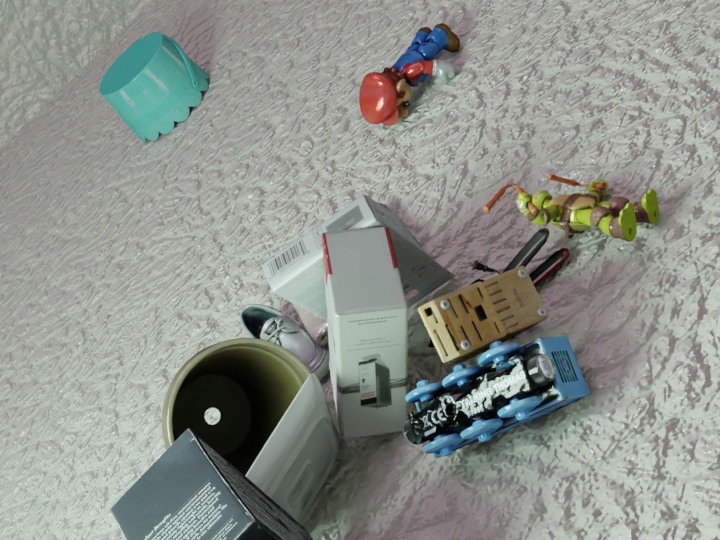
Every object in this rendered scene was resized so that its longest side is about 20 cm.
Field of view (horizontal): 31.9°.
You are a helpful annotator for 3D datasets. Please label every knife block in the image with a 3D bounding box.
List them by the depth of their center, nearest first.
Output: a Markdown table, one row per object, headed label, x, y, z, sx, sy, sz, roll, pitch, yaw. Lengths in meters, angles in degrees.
| label | x | y | z | sx | sy | sz | roll | pitch | yaw |
| --- | --- | --- | --- | --- | --- | --- | --- | --- | --- |
| knife block | 0.111 | 0.065 | 1.374 | 0.199 | 0.064 | 0.175 | -20 | -11 | -37 |

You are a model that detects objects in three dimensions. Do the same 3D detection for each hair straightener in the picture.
| label | x | y | z | sx | sy | sz | roll | pitch | yaw |
| --- | --- | --- | --- | --- | --- | --- | --- | --- | --- |
| hair straightener | 0.149 | 0.019 | 1.487 | 0.200 | 0.077 | 0.041 | -42 | 13 | 11 |

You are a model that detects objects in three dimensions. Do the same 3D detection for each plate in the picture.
| label | x | y | z | sx | sy | sz | roll | pitch | yaw |
| --- | --- | --- | --- | --- | --- | --- | --- | --- | --- |
| plate | -0.080 | 0.239 | 1.429 | 0.032 | 0.200 | 0.200 | 24 | 68 | 18 |

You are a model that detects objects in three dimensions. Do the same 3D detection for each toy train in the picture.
| label | x | y | z | sx | sy | sz | roll | pitch | yaw |
| --- | --- | --- | --- | --- | --- | --- | --- | --- | --- |
| toy train | 0.138 | 0.136 | 1.326 | 0.200 | 0.114 | 0.087 | -32 | 68 | 36 |

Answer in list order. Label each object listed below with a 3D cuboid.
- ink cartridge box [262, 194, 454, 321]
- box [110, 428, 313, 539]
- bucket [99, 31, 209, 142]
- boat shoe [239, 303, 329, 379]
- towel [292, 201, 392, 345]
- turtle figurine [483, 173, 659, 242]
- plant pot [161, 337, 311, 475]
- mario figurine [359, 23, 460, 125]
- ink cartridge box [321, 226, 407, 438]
| label | x | y | z | sx | sy | sz | roll | pitch | yaw |
| --- | --- | --- | --- | --- | --- | --- | --- | --- | --- |
| ink cartridge box | 0.000 | 0.000 | 1.559 | 0.162 | 0.200 | 0.057 | -34 | 59 | 18 |
| box | -0.115 | 0.289 | 1.221 | 0.123 | 0.200 | 0.198 | -45 | 30 | -4 |
| bucket | -0.428 | -0.383 | 2.591 | 0.207 | 0.135 | 0.208 | -29 | 35 | 23 |
| boat shoe | -0.109 | 0.096 | 1.707 | 0.070 | 0.072 | 0.201 | -50 | 33 | -9 |
| towel | -0.014 | -0.002 | 1.723 | 0.191 | 0.032 | 0.200 | -36 | 30 | 0 |
| turtle figurine | 0.247 | -0.067 | 1.440 | 0.161 | 0.200 | 0.065 | 12 | 106 | 43 |
| plant pot | -0.164 | 0.186 | 1.583 | 0.200 | 0.200 | 0.173 | -55 | 15 | -16 |
| mario figurine | 0.076 | -0.291 | 1.964 | 0.200 | 0.106 | 0.124 | -48 | -7 | -25 |
| ink cartridge box | 0.006 | 0.073 | 1.460 | 0.082 | 0.201 | 0.147 | -6 | 42 | -5 |
